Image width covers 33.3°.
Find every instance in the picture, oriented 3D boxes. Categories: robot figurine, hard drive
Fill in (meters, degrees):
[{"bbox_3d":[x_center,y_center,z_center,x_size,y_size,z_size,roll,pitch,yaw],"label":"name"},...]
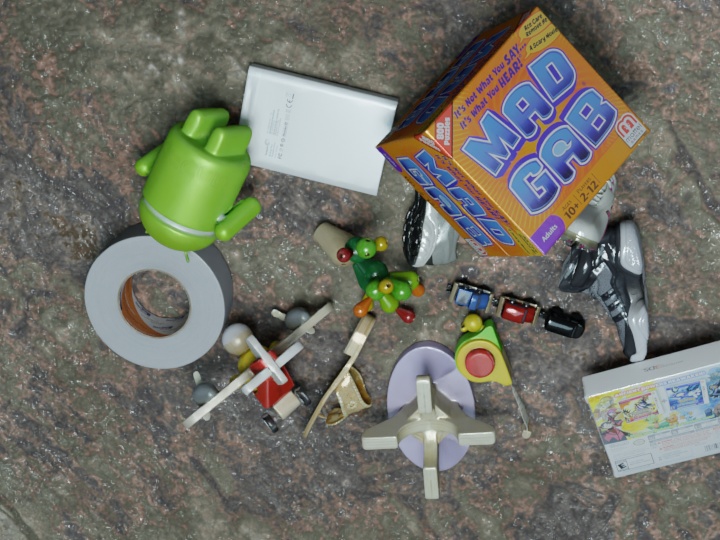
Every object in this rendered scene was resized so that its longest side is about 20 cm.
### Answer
[{"bbox_3d":[-0.217,-0.112,1.570,0.175,0.115,0.201,36,114,19],"label":"robot figurine"},{"bbox_3d":[-0.060,-0.186,1.592,0.198,0.027,0.133,14,113,2],"label":"hard drive"}]

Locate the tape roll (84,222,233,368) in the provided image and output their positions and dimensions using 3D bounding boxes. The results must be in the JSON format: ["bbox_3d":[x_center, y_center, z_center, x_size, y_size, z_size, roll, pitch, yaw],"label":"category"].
[{"bbox_3d":[-0.281,0.034,1.688,0.198,0.066,0.202,3,112,6],"label":"tape roll"}]

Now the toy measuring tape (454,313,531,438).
[{"bbox_3d":[0.178,0.151,1.681,0.073,0.074,0.201,-18,109,13],"label":"toy measuring tape"}]

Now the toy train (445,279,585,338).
[{"bbox_3d":[0.212,0.055,1.648,0.198,0.046,0.034,16,113,0],"label":"toy train"}]

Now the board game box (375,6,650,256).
[{"bbox_3d":[0.176,-0.156,1.443,0.200,0.200,0.200,44,80,-12],"label":"board game box"}]

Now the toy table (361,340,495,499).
[{"bbox_3d":[0.099,0.214,1.690,0.182,0.117,0.201,-14,109,12],"label":"toy table"}]

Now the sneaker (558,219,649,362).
[{"bbox_3d":[0.325,0.031,1.614,0.113,0.076,0.202,-5,112,16],"label":"sneaker"}]

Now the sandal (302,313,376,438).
[{"bbox_3d":[-0.010,0.166,1.704,0.069,0.078,0.213,27,108,2],"label":"sandal"}]

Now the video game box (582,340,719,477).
[{"bbox_3d":[0.421,0.193,1.653,0.199,0.047,0.183,-16,131,13],"label":"video game box"}]

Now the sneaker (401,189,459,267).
[{"bbox_3d":[0.112,-0.100,1.592,0.079,0.074,0.202,4,112,-21],"label":"sneaker"}]

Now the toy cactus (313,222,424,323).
[{"bbox_3d":[0.000,0.000,1.613,0.165,0.200,0.102,38,88,26],"label":"toy cactus"}]

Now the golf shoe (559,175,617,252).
[{"bbox_3d":[0.278,-0.090,1.497,0.072,0.200,0.093,23,115,3],"label":"golf shoe"}]

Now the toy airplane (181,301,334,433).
[{"bbox_3d":[-0.141,0.125,1.645,0.141,0.199,0.200,47,121,19],"label":"toy airplane"}]
